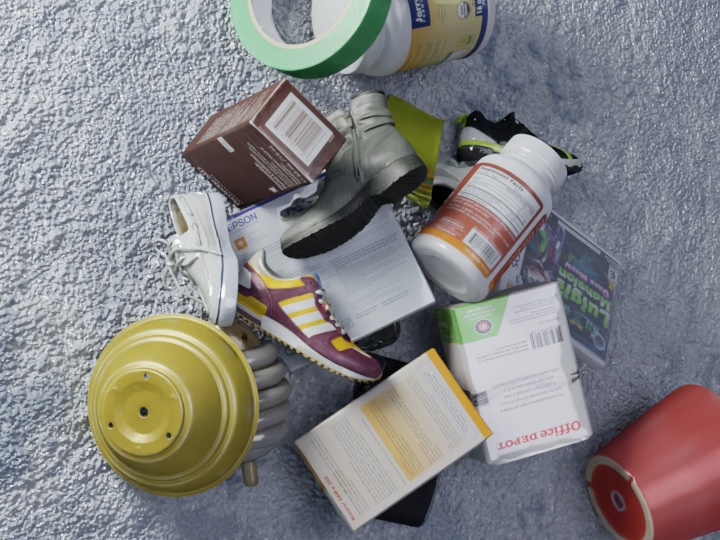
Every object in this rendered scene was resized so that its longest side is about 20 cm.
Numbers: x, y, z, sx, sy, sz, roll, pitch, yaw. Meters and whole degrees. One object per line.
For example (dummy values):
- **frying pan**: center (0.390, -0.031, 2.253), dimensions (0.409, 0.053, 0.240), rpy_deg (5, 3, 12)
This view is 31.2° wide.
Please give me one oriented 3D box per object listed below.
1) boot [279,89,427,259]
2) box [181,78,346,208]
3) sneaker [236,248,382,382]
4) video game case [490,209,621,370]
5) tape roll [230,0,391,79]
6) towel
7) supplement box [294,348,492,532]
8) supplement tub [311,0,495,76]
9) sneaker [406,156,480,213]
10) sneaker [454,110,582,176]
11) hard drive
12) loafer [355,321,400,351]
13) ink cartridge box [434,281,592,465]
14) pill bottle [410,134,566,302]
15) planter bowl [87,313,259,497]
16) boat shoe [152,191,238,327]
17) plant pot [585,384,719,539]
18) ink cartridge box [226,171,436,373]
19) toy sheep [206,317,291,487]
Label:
- **boot**: center (-0.028, -0.112, 1.500), dimensions (0.200, 0.068, 0.131), rpy_deg (-35, 66, 6)
- **box**: center (-0.114, -0.140, 1.460), dimensions (0.100, 0.200, 0.075), rpy_deg (43, 67, -18)
- **sneaker**: center (-0.052, 0.053, 1.466), dimensions (0.200, 0.075, 0.090), rpy_deg (29, 87, -3)
- **video game case**: center (0.269, 0.010, 1.741), dimensions (0.200, 0.023, 0.182), rpy_deg (35, 51, -22)
- **tape roll**: center (-0.060, -0.329, 1.521), dimensions (0.048, 0.200, 0.201), rpy_deg (10, 76, -60)
- **towel**: center (0.060, -0.154, 1.599), dimensions (0.086, 0.018, 0.200), rpy_deg (29, 35, -11)
- **supplement box**: center (0.037, 0.201, 1.516), dimensions (0.200, 0.074, 0.126), rpy_deg (-33, 80, -8)
- **supplement tub**: center (0.054, -0.323, 1.616), dimensions (0.200, 0.144, 0.145), rpy_deg (-18, 92, -31)
- **sneaker**: center (0.138, -0.097, 1.661), dimensions (0.200, 0.074, 0.089), rpy_deg (3, 45, -23)
- **sneaker**: center (0.218, -0.174, 1.735), dimensions (0.200, 0.072, 0.083), rpy_deg (8, 78, -30)
- **hard drive**: center (0.048, 0.211, 1.600), dimensions (0.135, 0.042, 0.200), rpy_deg (17, 75, -28)
- **loafer**: center (0.000, 0.000, 1.584), dimensions (0.070, 0.068, 0.201), rpy_deg (-12, 93, -41)
- **ink cartridge box**: center (0.190, 0.126, 1.606), dimensions (0.145, 0.084, 0.200), rpy_deg (-13, 92, -13)
- **pill bottle**: center (0.161, -0.068, 1.566), dimensions (0.112, 0.112, 0.200), rpy_deg (46, 70, -17)
- **planter bowl**: center (-0.215, 0.147, 1.363), dimensions (0.200, 0.083, 0.201), rpy_deg (0, 90, 14)
- **boat shoe**: center (-0.189, -0.017, 1.435), dimensions (0.086, 0.075, 0.202), rpy_deg (3, 45, -19)
- **plant pot**: center (0.415, 0.278, 1.735), dimensions (0.177, 0.200, 0.201), rpy_deg (-22, 95, -21)
- **ink cartridge box**: center (-0.040, -0.008, 1.533), dimensions (0.199, 0.041, 0.200), rpy_deg (-25, 87, -9)
- **toy sheep**: center (-0.142, 0.147, 1.452), dimensions (0.138, 0.138, 0.200), rpy_deg (-14, 104, -31)
